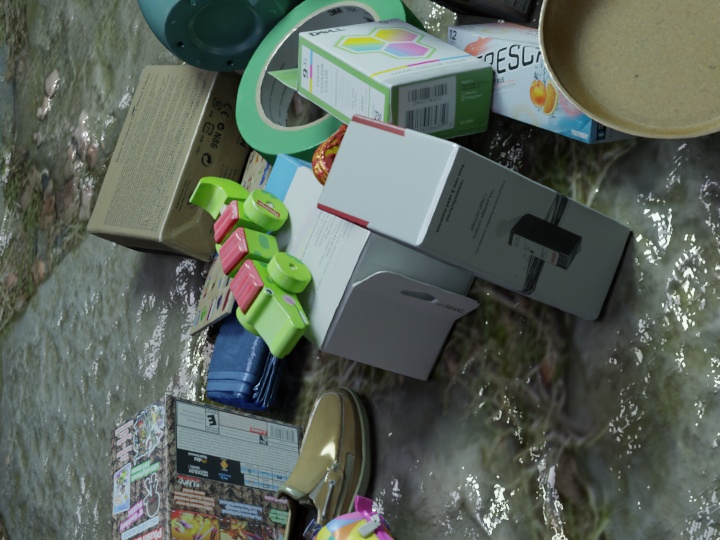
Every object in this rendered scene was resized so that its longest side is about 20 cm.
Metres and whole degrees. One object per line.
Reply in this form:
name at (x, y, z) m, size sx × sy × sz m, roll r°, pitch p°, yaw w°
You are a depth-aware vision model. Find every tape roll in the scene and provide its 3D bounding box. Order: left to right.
tape roll at (-0.028, -0.183, 1.582) m, size 0.199 × 0.048 × 0.202 m, roll -21°, pitch 49°, yaw 27°

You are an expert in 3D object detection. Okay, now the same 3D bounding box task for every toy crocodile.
toy crocodile at (-0.093, -0.008, 1.421) m, size 0.068 × 0.061 × 0.201 m, roll -50°, pitch 44°, yaw 30°

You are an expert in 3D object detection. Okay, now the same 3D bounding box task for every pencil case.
pencil case at (0.028, 0.273, 1.349) m, size 0.200 × 0.088 × 0.089 m, roll 44°, pitch 111°, yaw 48°

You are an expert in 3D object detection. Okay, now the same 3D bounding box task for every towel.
towel at (-0.095, 0.036, 1.623) m, size 0.111 × 0.048 × 0.202 m, roll -3°, pitch 71°, yaw 62°

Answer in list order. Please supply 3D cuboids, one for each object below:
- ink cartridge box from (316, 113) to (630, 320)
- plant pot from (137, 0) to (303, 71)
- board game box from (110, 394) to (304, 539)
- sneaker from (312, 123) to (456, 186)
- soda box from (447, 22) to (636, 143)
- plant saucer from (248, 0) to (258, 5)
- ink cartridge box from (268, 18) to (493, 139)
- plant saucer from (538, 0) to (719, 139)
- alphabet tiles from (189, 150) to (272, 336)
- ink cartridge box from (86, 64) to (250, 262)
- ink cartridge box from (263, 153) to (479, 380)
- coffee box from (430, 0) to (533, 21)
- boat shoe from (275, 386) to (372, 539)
ink cartridge box at (0.090, -0.041, 1.299) m, size 0.144 × 0.199 × 0.084 m, roll 23°, pitch 91°, yaw 53°
plant pot at (-0.144, -0.303, 1.692) m, size 0.200 × 0.200 × 0.162 m, roll -40°, pitch 43°, yaw 35°
board game box at (-0.136, 0.235, 1.510) m, size 0.097 × 0.159 × 0.201 m, roll -32°, pitch 52°, yaw 42°
sneaker at (0.016, -0.090, 1.441) m, size 0.077 × 0.200 × 0.073 m, roll -41°, pitch 78°, yaw 31°
soda box at (0.152, -0.158, 1.361) m, size 0.200 × 0.068 × 0.064 m, roll 26°, pitch 120°, yaw 53°
plant saucer at (-0.049, -0.319, 1.406) m, size 0.200 × 0.019 × 0.070 m, roll -46°, pitch 44°, yaw 31°
ink cartridge box at (0.013, -0.171, 1.419) m, size 0.200 × 0.103 × 0.060 m, roll 37°, pitch 132°, yaw 49°
plant saucer at (0.234, -0.176, 1.236) m, size 0.199 × 0.035 × 0.202 m, roll -5°, pitch 62°, yaw 10°
alphabet tiles at (-0.125, -0.038, 1.677) m, size 0.167 × 0.008 × 0.201 m, roll 151°, pitch 137°, yaw -70°
ink cartridge box at (-0.199, -0.118, 1.793) m, size 0.164 × 0.075 × 0.201 m, roll 9°, pitch 78°, yaw 53°
ink cartridge box at (0.000, 0.000, 1.455) m, size 0.200 × 0.128 × 0.126 m, roll 37°, pitch 106°, yaw 52°
coffee box at (0.054, -0.290, 1.443) m, size 0.114 × 0.199 × 0.080 m, roll 22°, pitch 93°, yaw 53°
boat shoe at (-0.039, 0.197, 1.468) m, size 0.071 × 0.076 × 0.202 m, roll -18°, pitch 62°, yaw 48°
